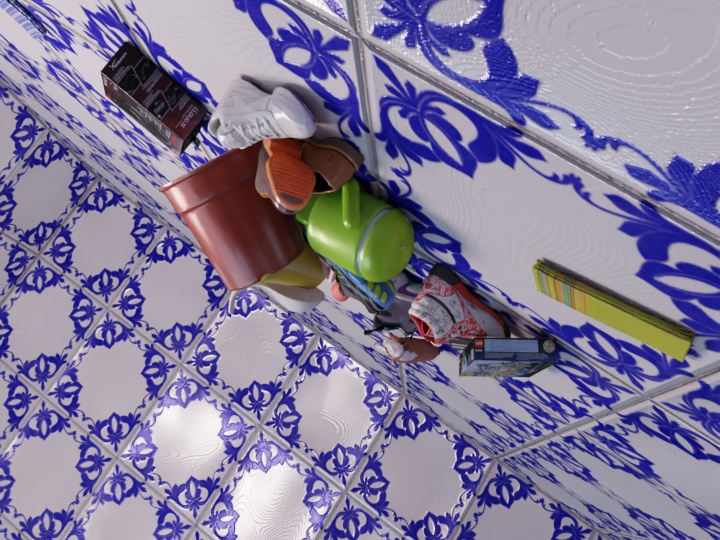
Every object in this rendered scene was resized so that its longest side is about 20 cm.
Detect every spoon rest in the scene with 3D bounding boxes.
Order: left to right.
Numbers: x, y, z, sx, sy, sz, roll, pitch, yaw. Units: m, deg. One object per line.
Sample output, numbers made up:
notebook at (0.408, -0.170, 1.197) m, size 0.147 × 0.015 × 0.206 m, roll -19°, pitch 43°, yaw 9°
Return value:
spoon rest at (-0.168, 0.049, 1.322) m, size 0.193 × 0.063 × 0.100 m, roll -3°, pitch -163°, yaw -10°

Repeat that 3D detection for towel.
towel at (-0.779, -0.583, 1.428) m, size 0.200 × 0.024 × 0.143 m, roll 45°, pitch 166°, yaw -35°
towel at (0.302, 0.048, 0.802) m, size 0.197 × 0.018 × 0.086 m, roll 29°, pitch 171°, yaw 28°

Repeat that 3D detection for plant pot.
plant pot at (-0.195, -0.089, 1.069) m, size 0.200 × 0.198 × 0.200 m, roll 64°, pitch 160°, yaw -14°
plant pot at (-0.153, -0.056, 1.290) m, size 0.186 × 0.206 × 0.199 m, roll 24°, pitch 175°, yaw -33°

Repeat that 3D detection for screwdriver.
screwdriver at (0.166, 0.150, 1.433) m, size 0.196 × 0.029 × 0.029 m, roll 7°, pitch 156°, yaw 41°

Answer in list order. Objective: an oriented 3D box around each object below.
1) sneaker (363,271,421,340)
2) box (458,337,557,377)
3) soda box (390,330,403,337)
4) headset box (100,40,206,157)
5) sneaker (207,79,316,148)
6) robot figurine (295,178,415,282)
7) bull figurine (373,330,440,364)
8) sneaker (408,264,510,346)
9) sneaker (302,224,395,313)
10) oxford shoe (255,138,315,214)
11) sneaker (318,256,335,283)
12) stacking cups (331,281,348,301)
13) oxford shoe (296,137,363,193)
sneaker at (0.034, 0.057, 1.268) m, size 0.197 × 0.142 × 0.078 m, roll 32°, pitch 168°, yaw 15°
box at (0.245, 0.151, 1.127) m, size 0.132 × 0.039 × 0.201 m, roll 0°, pitch 164°, yaw 1°
soda box at (0.091, 0.097, 1.445) m, size 0.067 × 0.065 × 0.200 m, roll 34°, pitch 169°, yaw 0°
headset box at (-0.372, -0.303, 1.216) m, size 0.199 × 0.078 × 0.148 m, roll 41°, pitch 167°, yaw -14°
sneaker at (-0.135, -0.197, 0.897) m, size 0.197 × 0.101 × 0.075 m, roll 22°, pitch 161°, yaw 43°
robot figurine at (-0.003, -0.059, 1.002) m, size 0.197 × 0.117 × 0.176 m, roll 29°, pitch 167°, yaw 27°
bull figurine at (0.107, 0.187, 1.603) m, size 0.196 × 0.067 × 0.120 m, roll 12°, pitch -170°, yaw -42°
sneaker at (0.165, 0.092, 1.117) m, size 0.200 × 0.109 × 0.067 m, roll 41°, pitch 166°, yaw -25°
sneaker at (-0.029, -0.003, 1.106) m, size 0.199 × 0.071 × 0.083 m, roll 45°, pitch 137°, yaw 0°
oxford shoe at (-0.109, -0.123, 0.915) m, size 0.069 × 0.074 × 0.202 m, roll 17°, pitch -151°, yaw -21°
sneaker at (-0.057, -0.060, 1.214) m, size 0.081 × 0.077 × 0.203 m, roll 31°, pitch 147°, yaw 17°
stacking cups at (0.000, 0.000, 1.204) m, size 0.060 × 0.061 × 0.200 m, roll 36°, pitch 149°, yaw -6°
oxford shoe at (-0.072, -0.150, 0.970) m, size 0.071 × 0.072 × 0.199 m, roll 39°, pitch 170°, yaw -25°
